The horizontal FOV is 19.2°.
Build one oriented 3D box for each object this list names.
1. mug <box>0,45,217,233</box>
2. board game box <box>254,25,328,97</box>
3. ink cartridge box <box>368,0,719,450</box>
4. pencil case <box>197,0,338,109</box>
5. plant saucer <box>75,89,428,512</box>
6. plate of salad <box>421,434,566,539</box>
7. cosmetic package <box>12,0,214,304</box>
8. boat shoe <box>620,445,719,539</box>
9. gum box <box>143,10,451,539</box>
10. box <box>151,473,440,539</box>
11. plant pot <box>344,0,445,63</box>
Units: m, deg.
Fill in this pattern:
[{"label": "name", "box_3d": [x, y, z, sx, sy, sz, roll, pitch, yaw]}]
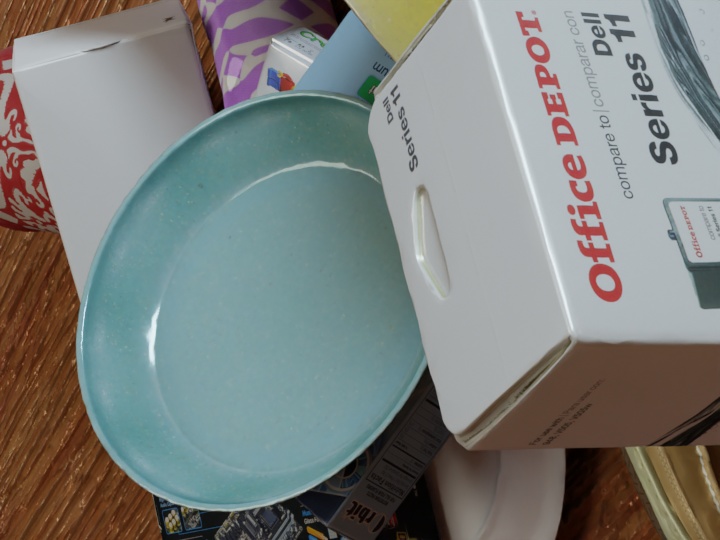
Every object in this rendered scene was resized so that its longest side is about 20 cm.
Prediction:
[{"label": "mug", "box_3d": [-0.163, -0.068, 1.422, 0.134, 0.177, 0.200, -55, 30, -13]}, {"label": "board game box", "box_3d": [-0.016, -0.012, 1.127, 0.126, 0.035, 0.201, 32, 123, 21]}, {"label": "ink cartridge box", "box_3d": [0.118, -0.018, 0.754, 0.083, 0.199, 0.147, -51, 47, 50]}, {"label": "pencil case", "box_3d": [-0.058, -0.139, 1.221, 0.085, 0.084, 0.201, -41, 52, 34]}, {"label": "plant saucer", "box_3d": [-0.039, 0.016, 0.967, 0.199, 0.036, 0.201, -13, 64, 28]}, {"label": "plate of salad", "box_3d": [0.041, 0.071, 1.057, 0.200, 0.048, 0.201, 18, 112, 51]}, {"label": "cosmetic package", "box_3d": [-0.127, -0.047, 1.248, 0.085, 0.107, 0.201, -116, 13, -71]}, {"label": "boat shoe", "box_3d": [0.143, 0.035, 0.855, 0.076, 0.071, 0.201, -43, 51, 40]}, {"label": "gum box", "box_3d": [0.000, 0.000, 1.001, 0.170, 0.045, 0.200, 36, 89, 37]}, {"label": "box", "box_3d": [-0.035, 0.144, 1.100, 0.200, 0.046, 0.160, -20, 82, 54]}, {"label": "plant pot", "box_3d": [0.085, -0.152, 0.864, 0.142, 0.200, 0.200, -42, 49, 23]}]
